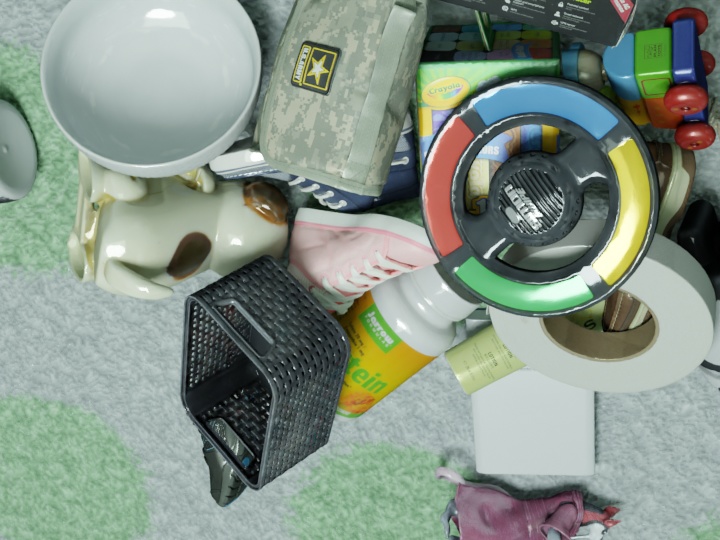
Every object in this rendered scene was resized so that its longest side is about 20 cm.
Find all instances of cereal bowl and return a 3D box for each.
[{"bbox_3d":[-0.190,-0.177,0.968,0.200,0.083,0.201,1,77,-3],"label":"cereal bowl"}]

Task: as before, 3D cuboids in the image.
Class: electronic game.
[{"bbox_3d":[0.143,-0.059,0.852,0.200,0.042,0.201,6,105,22],"label":"electronic game"}]

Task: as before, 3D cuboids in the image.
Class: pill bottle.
[{"bbox_3d":[0.027,0.059,1.067,0.111,0.111,0.200,43,117,-13],"label":"pill bottle"},{"bbox_3d":[-0.448,-0.109,1.073,0.200,0.106,0.106,-8,116,15],"label":"pill bottle"}]

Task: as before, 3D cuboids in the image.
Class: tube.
[{"bbox_3d":[0.182,0.056,1.045,0.200,0.052,0.058,-29,136,5],"label":"tube"}]

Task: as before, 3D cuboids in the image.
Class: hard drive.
[{"bbox_3d":[0.186,0.134,1.125,0.132,0.025,0.200,-1,117,11],"label":"hard drive"}]

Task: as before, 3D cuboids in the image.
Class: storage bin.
[{"bbox_3d":[-0.097,0.101,1.004,0.135,0.094,0.200,44,146,24],"label":"storage bin"}]

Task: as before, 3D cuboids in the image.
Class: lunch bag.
[{"bbox_3d":[-0.014,-0.153,0.853,0.117,0.200,0.164,16,96,-15],"label":"lunch bag"}]

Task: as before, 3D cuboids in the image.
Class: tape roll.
[{"bbox_3d":[0.217,0.036,0.942,0.202,0.037,0.203,13,140,11],"label":"tape roll"}]

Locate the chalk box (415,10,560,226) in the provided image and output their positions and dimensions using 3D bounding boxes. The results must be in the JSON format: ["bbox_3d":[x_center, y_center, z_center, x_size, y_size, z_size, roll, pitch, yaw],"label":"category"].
[{"bbox_3d":[0.118,-0.152,0.929,0.124,0.125,0.200,2,119,10],"label":"chalk box"}]

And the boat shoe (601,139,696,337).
[{"bbox_3d":[0.247,-0.029,0.974,0.075,0.075,0.203,8,114,-3],"label":"boat shoe"}]

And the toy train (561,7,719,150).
[{"bbox_3d":[0.250,-0.144,0.905,0.115,0.085,0.200,-1,162,23],"label":"toy train"}]

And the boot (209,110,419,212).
[{"bbox_3d":[-0.040,-0.093,0.997,0.200,0.073,0.091,-12,109,-1],"label":"boot"}]

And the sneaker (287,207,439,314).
[{"bbox_3d":[0.000,0.000,0.990,0.075,0.105,0.200,22,171,-42],"label":"sneaker"}]

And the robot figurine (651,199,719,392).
[{"bbox_3d":[0.361,0.030,0.977,0.125,0.150,0.200,-30,112,-12],"label":"robot figurine"}]

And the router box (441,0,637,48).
[{"bbox_3d":[0.132,-0.276,0.841,0.200,0.150,0.062,15,145,2],"label":"router box"}]

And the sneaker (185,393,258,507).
[{"bbox_3d":[-0.157,0.181,1.202,0.082,0.073,0.200,18,115,20],"label":"sneaker"}]

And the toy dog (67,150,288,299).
[{"bbox_3d":[-0.168,-0.045,1.015,0.200,0.194,0.140,-2,114,-28],"label":"toy dog"}]

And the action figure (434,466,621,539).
[{"bbox_3d":[0.195,0.283,1.182,0.200,0.134,0.149,-13,73,5],"label":"action figure"}]
